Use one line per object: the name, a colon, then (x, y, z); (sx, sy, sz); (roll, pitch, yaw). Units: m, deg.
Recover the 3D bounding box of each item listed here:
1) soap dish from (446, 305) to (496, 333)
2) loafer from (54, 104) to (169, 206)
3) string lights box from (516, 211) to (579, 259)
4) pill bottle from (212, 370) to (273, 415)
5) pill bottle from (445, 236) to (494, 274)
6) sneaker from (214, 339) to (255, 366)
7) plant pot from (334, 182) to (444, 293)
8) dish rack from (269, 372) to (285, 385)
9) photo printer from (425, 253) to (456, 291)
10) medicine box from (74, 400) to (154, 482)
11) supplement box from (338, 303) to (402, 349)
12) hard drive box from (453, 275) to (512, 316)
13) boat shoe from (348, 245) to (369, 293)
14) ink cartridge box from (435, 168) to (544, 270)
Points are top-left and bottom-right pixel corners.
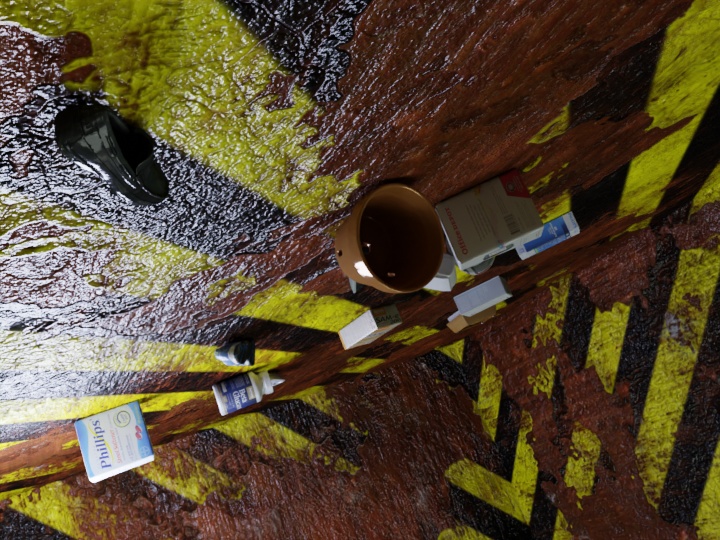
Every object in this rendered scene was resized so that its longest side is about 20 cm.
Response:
soap dish: (0.505, 0.208, 3.092); (0.197, 0.082, 0.157); (-17, 164, -26)
loafer: (-0.264, -0.127, 0.780); (0.069, 0.069, 0.201); (-15, 163, 8)
string lights box: (0.581, -0.106, 2.138); (0.198, 0.060, 0.103); (-27, 165, 14)
pill bottle: (-0.414, 0.426, 2.425); (0.197, 0.113, 0.111); (-19, 165, -15)
pill bottle: (0.279, -0.059, 1.744); (0.113, 0.115, 0.200); (-25, 165, 11)
sneaker: (-0.351, 0.235, 1.962); (0.076, 0.077, 0.200); (-2, 168, 10)
plant pot: (0.042, -0.052, 1.304); (0.198, 0.204, 0.139); (-13, 179, -32)
dish rack: (-0.401, 0.438, 2.624); (0.197, 0.044, 0.172); (-25, 166, 7)
photo printer: (0.161, -0.002, 1.731); (0.164, 0.071, 0.200); (12, 171, 11)
medicine box: (-0.763, 0.532, 2.133); (0.197, 0.185, 0.103); (-16, 164, -23)
supplement box: (0.032, 0.195, 2.351); (0.125, 0.074, 0.200); (-10, 161, -41)
hard drive box: (0.485, 0.103, 2.701); (0.198, 0.078, 0.156); (-27, 165, 17)
boat shoe: (0.000, 0.000, 1.614); (0.059, 0.077, 0.200); (-15, 166, -4)
ink cartridge box: (0.281, -0.109, 1.503); (0.197, 0.150, 0.086); (-23, 165, 6)
